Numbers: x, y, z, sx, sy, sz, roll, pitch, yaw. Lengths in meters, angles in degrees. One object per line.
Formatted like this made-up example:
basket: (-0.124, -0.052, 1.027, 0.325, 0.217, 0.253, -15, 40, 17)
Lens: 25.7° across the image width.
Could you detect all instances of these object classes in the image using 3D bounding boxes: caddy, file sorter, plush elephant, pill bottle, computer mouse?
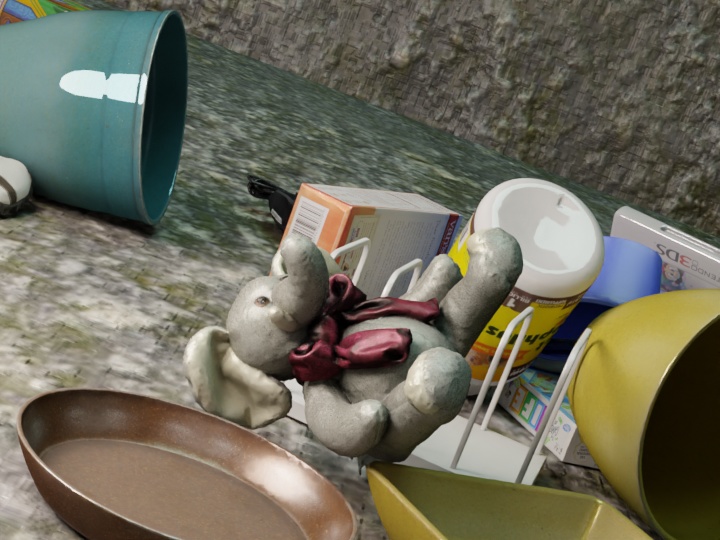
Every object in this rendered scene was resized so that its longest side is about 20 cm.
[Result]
caddy: (0.195, 0.049, 1.427, 0.199, 0.105, 0.142, 0, -38, 30)
file sorter: (0.055, 0.070, 1.166, 0.200, 0.125, 0.139, 23, 11, 11)
plush elephant: (-0.014, 0.040, 0.994, 0.155, 0.200, 0.165, 32, 48, -2)
pill bottle: (0.114, 0.022, 1.294, 0.109, 0.200, 0.110, 10, 55, -14)
computer mouse: (-0.043, -0.046, 1.729, 0.140, 0.046, 0.200, 20, 6, -28)

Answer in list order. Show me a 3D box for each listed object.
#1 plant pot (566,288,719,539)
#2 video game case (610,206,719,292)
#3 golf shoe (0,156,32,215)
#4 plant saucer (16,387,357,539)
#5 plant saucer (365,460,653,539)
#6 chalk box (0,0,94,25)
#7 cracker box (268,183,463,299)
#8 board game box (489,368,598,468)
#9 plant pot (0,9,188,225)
plant pot: (0.243, 0.096, 1.217, 0.200, 0.201, 0.142, 12, 9, -36)
video game case: (0.301, 0.061, 1.474, 0.182, 0.200, 0.024, 29, 40, 32)
golf shoe: (-0.339, -0.101, 1.328, 0.078, 0.095, 0.200, 25, 11, 25)
plant saucer: (-0.100, 0.124, 0.881, 0.200, 0.035, 0.200, 19, 11, -4)
plant saucer: (0.118, 0.189, 0.929, 0.200, 0.049, 0.200, 13, 15, -33)
chalk box: (-0.407, -0.285, 1.954, 0.200, 0.124, 0.125, 28, 13, 29)
cracker box: (0.000, 0.000, 1.358, 0.058, 0.134, 0.200, 27, 12, 29)
board game box: (0.228, 0.139, 1.372, 0.200, 0.034, 0.134, 15, 13, -27)
plant pot: (-0.273, -0.152, 1.471, 0.187, 0.201, 0.200, 7, 11, 3)
